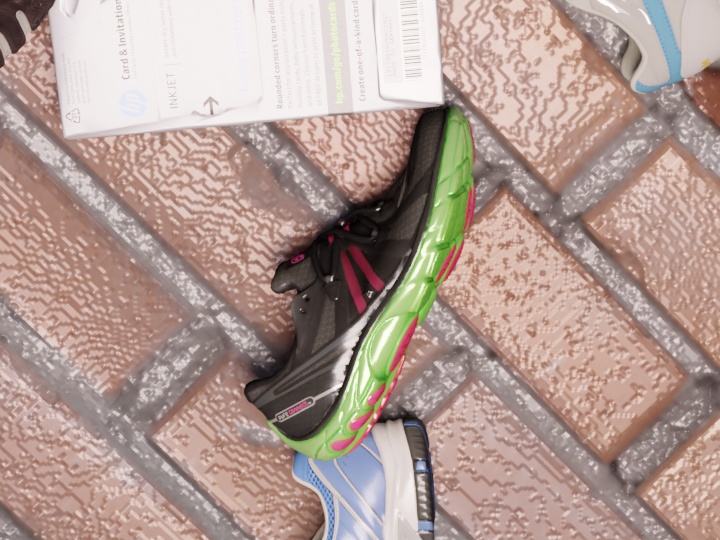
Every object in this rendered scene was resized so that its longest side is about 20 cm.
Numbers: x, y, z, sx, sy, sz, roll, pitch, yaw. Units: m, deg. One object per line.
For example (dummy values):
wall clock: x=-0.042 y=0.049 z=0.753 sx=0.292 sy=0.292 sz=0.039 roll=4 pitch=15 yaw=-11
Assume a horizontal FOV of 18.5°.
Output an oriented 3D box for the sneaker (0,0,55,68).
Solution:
sneaker: x=-0.247 y=-0.123 z=1.087 sx=0.115 sy=0.076 sz=0.200 roll=41 pitch=78 yaw=21

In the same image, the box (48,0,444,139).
box: x=-0.062 y=-0.154 z=1.139 sx=0.199 sy=0.041 sz=0.156 roll=-6 pitch=104 yaw=-4

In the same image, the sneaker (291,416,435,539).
sneaker: x=0.006 y=0.180 z=1.222 sx=0.077 sy=0.076 sz=0.201 roll=-4 pitch=96 yaw=4

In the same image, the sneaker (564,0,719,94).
sneaker: x=0.122 y=-0.181 z=1.125 sx=0.081 sy=0.077 sz=0.200 roll=-35 pitch=105 yaw=6

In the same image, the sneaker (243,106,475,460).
sneaker: x=0.000 y=0.000 z=1.165 sx=0.084 sy=0.077 sz=0.200 roll=27 pitch=89 yaw=9
